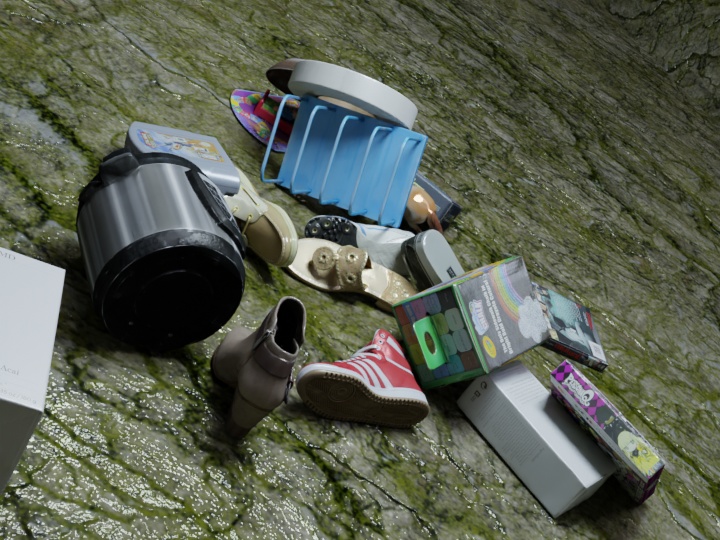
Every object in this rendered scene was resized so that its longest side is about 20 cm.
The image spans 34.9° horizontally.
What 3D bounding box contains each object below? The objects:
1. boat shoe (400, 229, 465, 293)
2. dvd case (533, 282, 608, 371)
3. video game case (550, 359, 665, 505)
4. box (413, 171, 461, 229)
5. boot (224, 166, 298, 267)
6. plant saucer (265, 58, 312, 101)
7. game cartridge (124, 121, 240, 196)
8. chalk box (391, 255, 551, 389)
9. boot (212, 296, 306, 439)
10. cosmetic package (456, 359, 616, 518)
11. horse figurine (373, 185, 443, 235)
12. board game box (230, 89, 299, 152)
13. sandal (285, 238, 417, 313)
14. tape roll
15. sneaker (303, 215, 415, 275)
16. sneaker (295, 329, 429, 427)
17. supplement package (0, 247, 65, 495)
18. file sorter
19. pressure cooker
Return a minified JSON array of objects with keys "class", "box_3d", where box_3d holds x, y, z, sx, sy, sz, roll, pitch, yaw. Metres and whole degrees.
[{"class":"boat shoe","box_3d":[0.123,0.037,1.641,0.070,0.063,0.202,-33,99,-43]},{"class":"dvd case","box_3d":[0.300,0.075,1.837,0.198,0.022,0.147,22,32,-19]},{"class":"video game case","box_3d":[0.325,0.219,1.524,0.182,0.036,0.200,49,-6,21]},{"class":"box","box_3d":[0.068,-0.146,1.834,0.199,0.051,0.158,39,7,9]},{"class":"boot","box_3d":[-0.185,-0.073,1.500,0.154,0.073,0.200,0,38,-47]},{"class":"plant saucer","box_3d":[-0.056,-0.295,1.847,0.198,0.032,0.200,21,-7,2]},{"class":"game cartridge","box_3d":[-0.237,-0.146,1.475,0.132,0.042,0.200,13,17,-23]},{"class":"chalk box","box_3d":[0.134,0.075,1.509,0.199,0.123,0.126,-20,90,-43]},{"class":"boot","box_3d":[-0.106,0.087,1.273,0.070,0.147,0.201,20,32,-20]},{"class":"cosmetic package","box_3d":[0.231,0.218,1.507,0.101,0.074,0.201,-9,54,-52]},{"class":"horse figurine","box_3d":[0.060,-0.098,1.727,0.199,0.133,0.050,39,62,20]},{"class":"board game box","box_3d":[-0.116,-0.254,1.866,0.198,0.039,0.159,2,43,-45]},{"class":"sandal","box_3d":[0.001,-0.005,1.574,0.210,0.070,0.078,23,55,-23]},{"class":"tape roll","box_3d":[-0.013,-0.256,1.706,0.200,0.037,0.203,20,-4,1]},{"class":"sneaker","box_3d":[0.005,-0.036,1.661,0.198,0.073,0.072,13,4,-24]},{"class":"sneaker","box_3d":[-0.009,0.122,1.400,0.199,0.071,0.113,20,35,-39]},{"class":"supplement package","box_3d":[-0.355,0.082,1.051,0.120,0.120,0.201,20,32,-22]},{"class":"file sorter","box_3d":[-0.026,-0.156,1.634,0.198,0.141,0.123,20,10,11]},{"class":"pressure cooker","box_3d":[-0.232,-0.035,1.292,0.177,0.177,0.201,9,37,-32]}]
